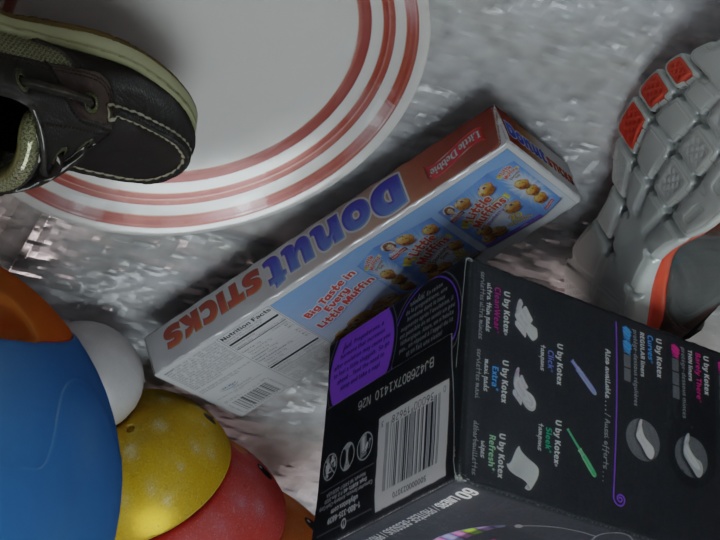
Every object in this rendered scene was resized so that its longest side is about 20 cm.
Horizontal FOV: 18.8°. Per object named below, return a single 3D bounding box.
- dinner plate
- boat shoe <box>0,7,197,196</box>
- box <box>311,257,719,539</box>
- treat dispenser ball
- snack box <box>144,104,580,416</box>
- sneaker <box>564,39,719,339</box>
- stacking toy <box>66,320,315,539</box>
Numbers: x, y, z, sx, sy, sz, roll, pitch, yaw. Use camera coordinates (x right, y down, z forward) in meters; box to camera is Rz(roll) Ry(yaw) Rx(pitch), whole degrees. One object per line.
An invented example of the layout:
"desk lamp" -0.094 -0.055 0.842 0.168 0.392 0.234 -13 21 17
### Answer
"dinner plate" -0.070 -0.090 0.874 0.198 0.024 0.201 -8 137 -8
"boat shoe" -0.135 -0.058 0.799 0.073 0.065 0.199 -24 153 33
"box" 0.093 0.090 0.980 0.199 0.107 0.122 19 149 -27
"treat dispenser ball" -0.198 0.086 0.893 0.199 0.202 0.202 -8 138 -7
"snack box" 0.000 0.000 0.983 0.199 0.024 0.072 -33 145 19
"sneaker" 0.159 -0.034 0.975 0.081 0.078 0.200 -6 149 -24
"stacking toy" -0.095 0.107 1.022 0.145 0.147 0.201 -20 123 6
